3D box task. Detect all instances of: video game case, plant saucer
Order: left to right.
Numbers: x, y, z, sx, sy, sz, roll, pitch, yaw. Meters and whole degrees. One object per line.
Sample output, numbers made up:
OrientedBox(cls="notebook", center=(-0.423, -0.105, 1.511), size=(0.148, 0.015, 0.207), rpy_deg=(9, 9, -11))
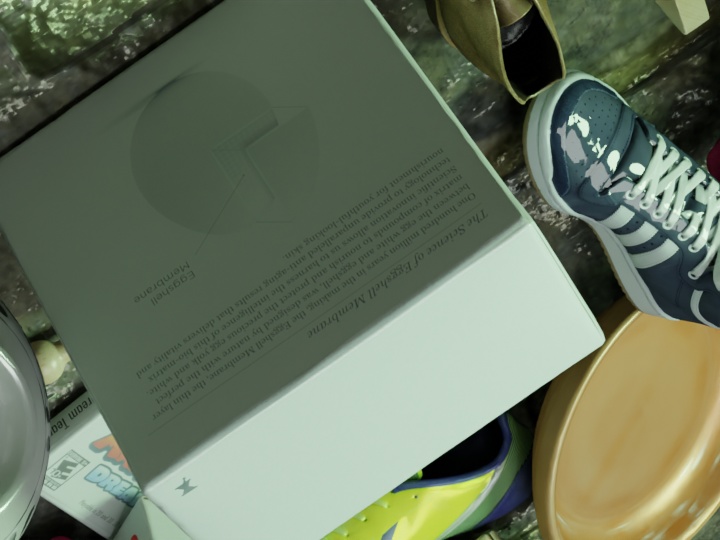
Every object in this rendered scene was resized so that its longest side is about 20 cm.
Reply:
OrientedBox(cls="video game case", center=(-0.066, 0.087, 1.376), size=(0.182, 0.024, 0.200), rpy_deg=(-38, 143, 6))
OrientedBox(cls="plant saucer", center=(0.167, 0.085, 1.491), size=(0.200, 0.037, 0.200), rpy_deg=(-25, 130, -35))

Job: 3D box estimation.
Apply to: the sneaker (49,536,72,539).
OrientedBox(cls="sneaker", center=(-0.228, 0.176, 1.323), size=(0.200, 0.081, 0.075), rpy_deg=(0, 111, -42))

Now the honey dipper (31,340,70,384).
OrientedBox(cls="honey dipper", center=(-0.080, 0.002, 1.263), size=(0.200, 0.038, 0.038), rpy_deg=(-29, 143, -3))

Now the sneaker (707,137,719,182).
OrientedBox(cls="sneaker", center=(0.230, -0.107, 1.321), size=(0.075, 0.081, 0.200), rpy_deg=(-18, 141, -15))

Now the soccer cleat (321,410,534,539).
OrientedBox(cls="soccer cleat", center=(0.011, 0.141, 1.466), size=(0.200, 0.065, 0.084), rpy_deg=(-31, 137, -7))

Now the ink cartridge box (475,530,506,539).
OrientedBox(cls="ink cartridge box", center=(0.057, 0.241, 1.552), size=(0.165, 0.075, 0.200), rpy_deg=(-37, 161, 8))

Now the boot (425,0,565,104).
OrientedBox(cls="boot", center=(0.055, -0.154, 1.155), size=(0.074, 0.075, 0.200), rpy_deg=(-29, 142, -3))

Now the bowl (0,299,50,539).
OrientedBox(cls="bowl", center=(-0.202, 0.070, 1.104), size=(0.201, 0.201, 0.094), rpy_deg=(9, 170, -42))

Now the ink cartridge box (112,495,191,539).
OrientedBox(cls="ink cartridge box", center=(-0.103, 0.234, 1.383), size=(0.084, 0.144, 0.200), rpy_deg=(5, 139, -29))

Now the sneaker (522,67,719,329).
OrientedBox(cls="sneaker", center=(0.167, -0.031, 1.322), size=(0.070, 0.108, 0.200), rpy_deg=(-58, 138, -16))

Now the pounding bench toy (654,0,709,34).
OrientedBox(cls="pounding bench toy", center=(0.166, -0.182, 1.100), size=(0.156, 0.200, 0.124), rpy_deg=(-33, 144, -2))

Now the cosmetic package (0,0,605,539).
OrientedBox(cls="cosmetic package", center=(-0.033, -0.004, 1.152), size=(0.199, 0.200, 0.123), rpy_deg=(-34, 143, 2))
